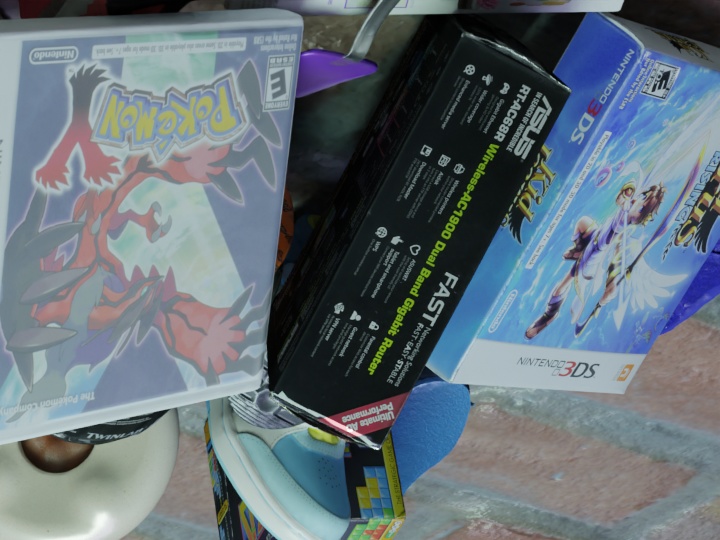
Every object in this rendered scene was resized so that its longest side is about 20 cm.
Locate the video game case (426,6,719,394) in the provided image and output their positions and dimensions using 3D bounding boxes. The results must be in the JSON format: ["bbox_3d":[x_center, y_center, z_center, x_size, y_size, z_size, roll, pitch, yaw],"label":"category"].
[{"bbox_3d":[0.131,-0.029,1.257,0.181,0.045,0.201,6,119,-54],"label":"video game case"}]

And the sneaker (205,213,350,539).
[{"bbox_3d":[-0.023,0.052,1.344,0.130,0.201,0.079,-38,143,23],"label":"sneaker"}]

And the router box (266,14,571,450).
[{"bbox_3d":[0.023,-0.026,1.172,0.062,0.150,0.201,27,100,-9],"label":"router box"}]

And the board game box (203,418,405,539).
[{"bbox_3d":[-0.040,0.124,1.484,0.056,0.166,0.200,2,147,-19],"label":"board game box"}]

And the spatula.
[{"bbox_3d":[0.019,-0.126,1.105,0.200,0.021,0.056,-34,154,33],"label":"spatula"}]

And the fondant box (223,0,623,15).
[{"bbox_3d":[0.039,-0.183,1.094,0.198,0.059,0.145,-1,149,-12],"label":"fondant box"}]

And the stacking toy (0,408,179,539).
[{"bbox_3d":[-0.175,0.117,1.502,0.145,0.147,0.200,-10,166,1],"label":"stacking toy"}]

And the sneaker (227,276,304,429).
[{"bbox_3d":[0.000,0.000,1.299,0.200,0.082,0.070,-46,113,4],"label":"sneaker"}]

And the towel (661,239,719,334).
[{"bbox_3d":[0.132,-0.008,1.422,0.199,0.050,0.148,9,144,-29],"label":"towel"}]

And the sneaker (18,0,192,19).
[{"bbox_3d":[-0.108,-0.151,1.065,0.073,0.087,0.200,-13,167,-38],"label":"sneaker"}]

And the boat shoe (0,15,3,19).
[{"bbox_3d":[-0.203,-0.075,1.198,0.074,0.066,0.200,-10,149,5],"label":"boat shoe"}]

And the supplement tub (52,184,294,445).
[{"bbox_3d":[-0.119,0.006,1.287,0.122,0.123,0.200,7,152,-26],"label":"supplement tub"}]

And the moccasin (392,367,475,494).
[{"bbox_3d":[0.010,0.102,1.562,0.080,0.069,0.200,13,142,-21],"label":"moccasin"}]

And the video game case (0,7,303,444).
[{"bbox_3d":[-0.107,-0.021,1.052,0.023,0.184,0.199,19,-161,38],"label":"video game case"}]
